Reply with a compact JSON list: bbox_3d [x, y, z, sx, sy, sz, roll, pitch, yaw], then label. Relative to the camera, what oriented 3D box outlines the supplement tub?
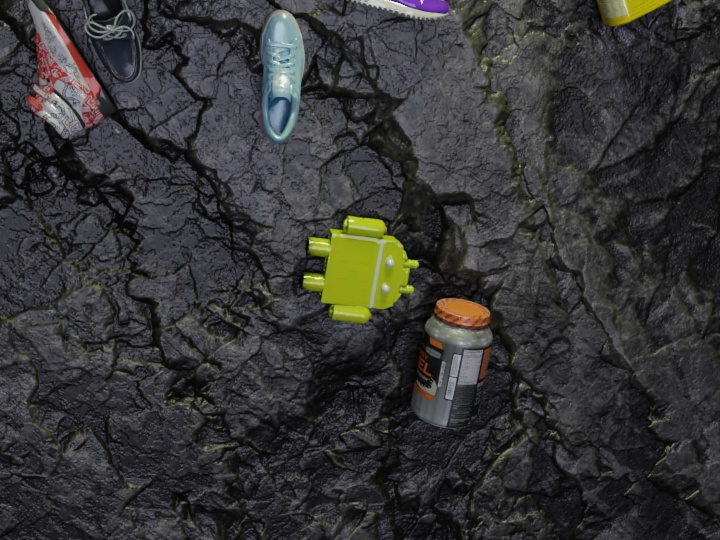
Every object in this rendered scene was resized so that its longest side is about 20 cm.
[{"bbox_3d":[0.160,0.159,1.645,0.120,0.123,0.203,6,106,-13],"label":"supplement tub"}]

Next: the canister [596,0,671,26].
[{"bbox_3d":[0.421,-0.509,1.497,0.147,0.087,0.202,-26,112,-2],"label":"canister"}]

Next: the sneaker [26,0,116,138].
[{"bbox_3d":[-0.458,-0.295,1.400,0.107,0.067,0.203,-31,114,-2],"label":"sneaker"}]

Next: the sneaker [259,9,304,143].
[{"bbox_3d":[-0.118,-0.295,1.461,0.073,0.082,0.203,-3,109,-11],"label":"sneaker"}]

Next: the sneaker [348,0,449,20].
[{"bbox_3d":[0.051,-0.446,1.452,0.197,0.070,0.101,10,103,-15],"label":"sneaker"}]

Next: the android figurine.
[{"bbox_3d":[0.000,0.000,1.605,0.197,0.041,0.185,9,106,-12],"label":"android figurine"}]

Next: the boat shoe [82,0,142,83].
[{"bbox_3d":[-0.370,-0.373,1.395,0.074,0.062,0.203,-12,110,-9],"label":"boat shoe"}]
